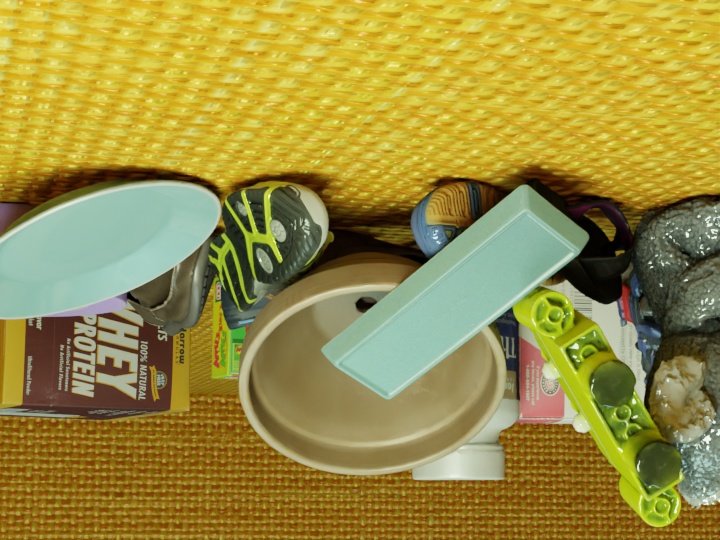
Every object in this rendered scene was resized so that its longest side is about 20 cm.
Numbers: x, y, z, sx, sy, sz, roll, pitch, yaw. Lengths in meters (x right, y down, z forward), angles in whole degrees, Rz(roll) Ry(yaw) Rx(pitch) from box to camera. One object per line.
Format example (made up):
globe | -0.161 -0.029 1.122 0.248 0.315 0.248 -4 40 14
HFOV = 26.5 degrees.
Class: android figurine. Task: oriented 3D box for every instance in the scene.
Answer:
android figurine | 0.166 0.088 1.066 0.041 0.183 0.200 -31 -171 -2

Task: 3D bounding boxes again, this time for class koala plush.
koala plush | 0.265 0.063 1.120 0.182 0.202 0.178 14 160 24

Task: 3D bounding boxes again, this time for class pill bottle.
pill bottle | 0.085 0.081 1.345 0.109 0.203 0.111 0 172 0

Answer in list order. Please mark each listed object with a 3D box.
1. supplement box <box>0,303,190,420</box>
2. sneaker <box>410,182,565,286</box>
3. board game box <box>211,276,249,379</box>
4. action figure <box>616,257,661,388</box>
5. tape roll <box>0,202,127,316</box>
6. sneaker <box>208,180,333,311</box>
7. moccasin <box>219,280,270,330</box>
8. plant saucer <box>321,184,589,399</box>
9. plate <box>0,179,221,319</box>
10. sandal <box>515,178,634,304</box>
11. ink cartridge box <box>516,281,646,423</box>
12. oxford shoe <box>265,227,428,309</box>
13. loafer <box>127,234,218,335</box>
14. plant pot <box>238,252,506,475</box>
supplement box | -0.305 0.082 1.591 0.198 0.135 0.196 5 170 -31
sneaker | 0.080 -0.016 1.131 0.087 0.076 0.199 -5 169 32
board game box | -0.051 0.062 1.556 0.197 0.103 0.047 5 170 -26
action figure | 0.298 0.043 1.323 0.192 0.105 0.201 23 148 23
tape roll | -0.289 -0.006 1.250 0.197 0.067 0.200 0 171 0
sneaker | -0.057 -0.031 1.122 0.076 0.076 0.200 -29 180 -21
moccasin | -0.040 0.034 1.483 0.197 0.069 0.080 2 171 -11
plant saucer | 0.064 0.022 1.051 0.070 0.019 0.200 34 121 -29
plate | -0.196 -0.021 1.099 0.198 0.026 0.200 -21 163 -7
sandal | 0.169 -0.022 1.116 0.048 0.076 0.200 -25 162 19
ink cartridge box | 0.232 0.073 1.467 0.197 0.149 0.083 3 172 -14
oxford shoe | 0.000 0.000 1.224 0.197 0.072 0.073 5 174 2
loafer | -0.168 0.011 1.314 0.070 0.074 0.200 23 158 -11
plant pot | 0.007 0.055 1.149 0.198 0.093 0.203 -2 131 -3
